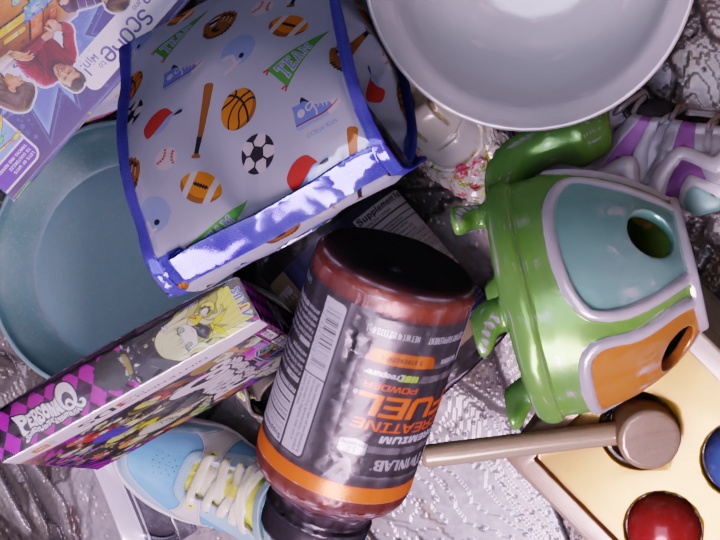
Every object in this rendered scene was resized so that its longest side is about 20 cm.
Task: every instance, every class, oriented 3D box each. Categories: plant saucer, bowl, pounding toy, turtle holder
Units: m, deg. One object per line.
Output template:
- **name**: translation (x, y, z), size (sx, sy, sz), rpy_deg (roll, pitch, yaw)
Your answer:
- **plant saucer**: translation (-0.177, -0.009, 1.194), size (0.199, 0.036, 0.201), rpy_deg (-4, 78, 17)
- **bowl**: translation (0.104, -0.193, 0.995), size (0.200, 0.090, 0.202), rpy_deg (2, 108, 7)
- **pounding toy**: translation (0.182, 0.114, 1.075), size (0.200, 0.142, 0.184), rpy_deg (45, 111, 4)
- **turtle holder**: translation (0.134, -0.001, 0.986), size (0.131, 0.186, 0.141), rpy_deg (-15, 124, 11)

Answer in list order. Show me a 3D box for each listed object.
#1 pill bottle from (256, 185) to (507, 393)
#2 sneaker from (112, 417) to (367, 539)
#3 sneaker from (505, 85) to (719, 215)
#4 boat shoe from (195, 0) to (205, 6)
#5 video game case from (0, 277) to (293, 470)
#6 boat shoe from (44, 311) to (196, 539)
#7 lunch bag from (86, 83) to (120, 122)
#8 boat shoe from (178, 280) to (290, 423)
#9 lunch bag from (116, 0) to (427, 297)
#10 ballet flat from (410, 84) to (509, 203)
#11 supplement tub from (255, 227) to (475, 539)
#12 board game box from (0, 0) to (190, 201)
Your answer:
- **pill bottle**: translation (0.000, 0.000, 1.125), size (0.112, 0.112, 0.200), rpy_deg (-42, 87, 21)
- **sneaker**: translation (-0.080, 0.157, 1.154), size (0.199, 0.131, 0.080), rpy_deg (21, 82, -6)
- **sneaker**: translation (0.186, -0.101, 1.053), size (0.199, 0.078, 0.141), rpy_deg (-20, 95, 20)
- **boat shoe**: translation (-0.088, -0.160, 1.140), size (0.072, 0.068, 0.201), rpy_deg (15, 106, 14)
- **video game case**: translation (-0.131, 0.073, 1.066), size (0.181, 0.200, 0.036), rpy_deg (-29, 79, 2)
- **boat shoe**: translation (-0.181, 0.116, 1.237), size (0.067, 0.072, 0.201), rpy_deg (-21, 80, -12)
- **lunch bag**: translation (-0.234, -0.182, 1.155), size (0.199, 0.127, 0.171), rpy_deg (-15, 98, 14)
- **boat shoe**: translation (-0.057, 0.078, 1.188), size (0.201, 0.060, 0.072), rpy_deg (41, 111, 6)
- **lunch bag**: translation (-0.055, -0.084, 0.998), size (0.169, 0.200, 0.124), rpy_deg (-28, 125, 15)
- **ballet flat**: translation (0.035, -0.125, 1.111), size (0.075, 0.064, 0.200), rpy_deg (-35, 90, 21)
- **supplement tub**: translation (-0.003, 0.082, 1.029), size (0.106, 0.107, 0.201), rpy_deg (22, 111, 12)
- **board game box**: translation (-0.213, -0.165, 1.076), size (0.135, 0.034, 0.200), rpy_deg (42, 90, -11)
